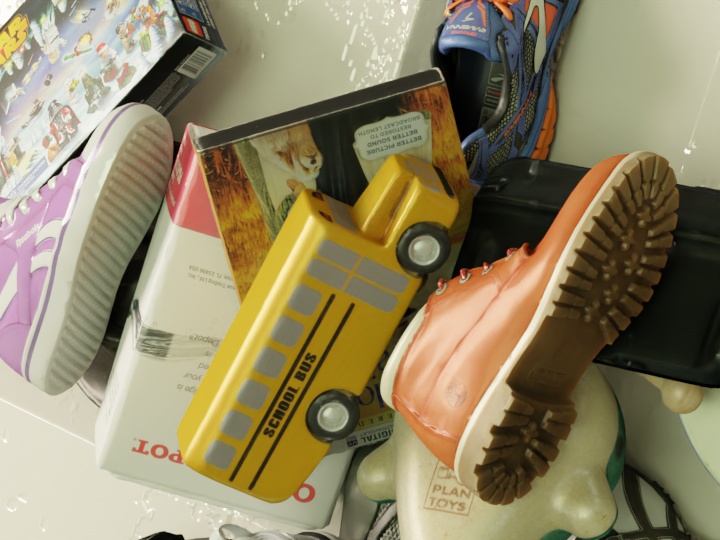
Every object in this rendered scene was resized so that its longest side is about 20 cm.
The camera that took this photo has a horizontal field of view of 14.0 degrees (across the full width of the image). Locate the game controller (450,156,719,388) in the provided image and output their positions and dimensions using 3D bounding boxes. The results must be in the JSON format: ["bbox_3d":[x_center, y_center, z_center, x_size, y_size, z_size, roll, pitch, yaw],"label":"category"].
[{"bbox_3d":[0.139,-0.001,1.574,0.200,0.042,0.105,12,86,35],"label":"game controller"}]

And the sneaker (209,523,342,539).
[{"bbox_3d":[-0.024,0.226,1.628,0.075,0.115,0.200,-35,59,18],"label":"sneaker"}]

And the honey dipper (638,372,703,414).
[{"bbox_3d":[0.129,0.028,1.624,0.200,0.038,0.038,39,113,53],"label":"honey dipper"}]

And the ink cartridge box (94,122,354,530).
[{"bbox_3d":[-0.061,0.034,1.719,0.145,0.084,0.200,16,103,-11],"label":"ink cartridge box"}]

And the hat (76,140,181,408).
[{"bbox_3d":[-0.140,0.010,1.803,0.200,0.081,0.201,2,94,30],"label":"hat"}]

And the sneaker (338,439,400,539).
[{"bbox_3d":[0.041,0.201,1.712,0.114,0.076,0.200,11,93,35],"label":"sneaker"}]

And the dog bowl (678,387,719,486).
[{"bbox_3d":[0.270,0.045,1.572,0.200,0.079,0.201,2,94,30],"label":"dog bowl"}]

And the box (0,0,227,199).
[{"bbox_3d":[-0.176,-0.120,1.811,0.200,0.040,0.137,-45,46,23],"label":"box"}]

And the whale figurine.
[{"bbox_3d":[0.073,0.132,1.606,0.159,0.104,0.200,6,63,30],"label":"whale figurine"}]

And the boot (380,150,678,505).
[{"bbox_3d":[0.085,0.012,1.541,0.107,0.075,0.200,38,98,42],"label":"boot"}]

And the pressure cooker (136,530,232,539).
[{"bbox_3d":[-0.123,0.254,1.736,0.178,0.200,0.176,16,104,28],"label":"pressure cooker"}]

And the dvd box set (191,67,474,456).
[{"bbox_3d":[0.000,0.000,1.652,0.146,0.029,0.200,-15,111,-3],"label":"dvd box set"}]

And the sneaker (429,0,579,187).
[{"bbox_3d":[0.080,-0.144,1.672,0.075,0.078,0.200,6,96,29],"label":"sneaker"}]

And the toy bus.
[{"bbox_3d":[-0.022,0.027,1.607,0.078,0.065,0.200,24,104,-14],"label":"toy bus"}]

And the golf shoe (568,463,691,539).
[{"bbox_3d":[0.150,0.173,1.639,0.200,0.094,0.078,45,113,22],"label":"golf shoe"}]

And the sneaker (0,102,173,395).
[{"bbox_3d":[-0.189,-0.033,1.726,0.114,0.073,0.201,39,121,21],"label":"sneaker"}]
